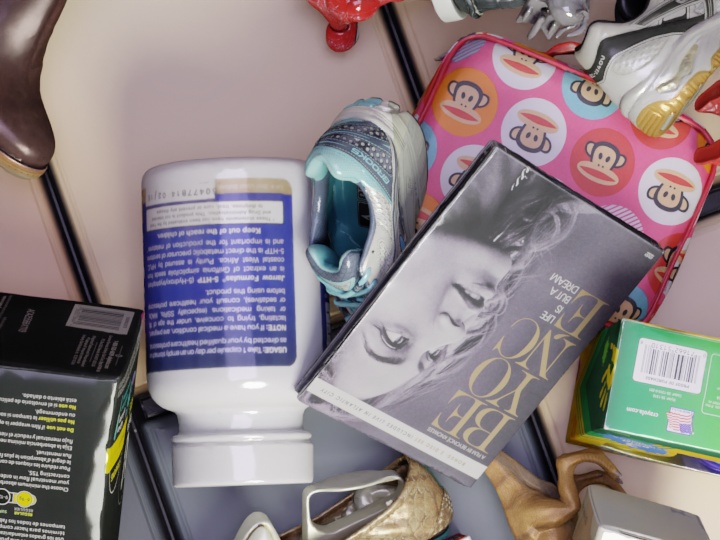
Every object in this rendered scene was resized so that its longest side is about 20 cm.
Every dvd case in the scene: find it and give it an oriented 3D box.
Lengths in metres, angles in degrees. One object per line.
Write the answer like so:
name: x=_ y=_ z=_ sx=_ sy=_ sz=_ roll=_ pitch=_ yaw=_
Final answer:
dvd case: x=0.074 y=0.031 z=1.562 sx=0.148 sy=0.016 sz=0.200 roll=29 pitch=108 yaw=-32

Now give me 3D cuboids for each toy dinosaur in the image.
toy dinosaur: x=0.115 y=0.152 z=1.634 sx=0.106 sy=0.060 sz=0.201 roll=-34 pitch=87 yaw=-4

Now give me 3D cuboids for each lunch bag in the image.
lunch bag: x=0.125 y=-0.067 z=1.641 sx=0.199 sy=0.082 sz=0.177 roll=25 pitch=84 yaw=0

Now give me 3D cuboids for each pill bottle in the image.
pill bottle: x=-0.077 y=0.035 z=1.604 sx=0.119 sy=0.120 sz=0.202 roll=-1 pitch=85 yaw=-3

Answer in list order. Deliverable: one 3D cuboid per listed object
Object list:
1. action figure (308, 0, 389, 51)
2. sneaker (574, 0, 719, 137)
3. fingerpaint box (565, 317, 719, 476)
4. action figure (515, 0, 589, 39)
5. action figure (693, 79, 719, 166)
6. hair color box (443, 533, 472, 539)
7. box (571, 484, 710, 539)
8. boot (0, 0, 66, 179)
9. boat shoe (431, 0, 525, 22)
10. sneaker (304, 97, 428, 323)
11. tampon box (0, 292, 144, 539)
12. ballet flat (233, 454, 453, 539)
action figure: x=0.012 y=-0.237 z=1.629 sx=0.065 sy=0.201 sz=0.099 roll=31 pitch=39 yaw=31
sneaker: x=0.212 y=-0.174 z=1.627 sx=0.088 sy=0.076 sz=0.200 roll=40 pitch=51 yaw=6
fingerpaint box: x=0.240 y=0.092 z=1.591 sx=0.198 sy=0.167 sz=0.074 roll=12 pitch=83 yaw=-3
action figure: x=0.152 y=-0.224 z=1.615 sx=0.069 sy=0.130 sz=0.201 roll=29 pitch=53 yaw=-17
action figure: x=0.320 y=-0.074 z=1.623 sx=0.199 sy=0.099 sz=0.066 roll=18 pitch=65 yaw=-29
hair color box: x=-0.002 y=0.254 z=1.618 sx=0.199 sy=0.061 sz=0.102 roll=-25 pitch=86 yaw=-5
box: x=0.153 y=0.247 z=1.585 sx=0.077 sy=0.095 sz=0.201 roll=15 pitch=100 yaw=-2
boot: x=-0.207 y=-0.178 z=1.610 sx=0.166 sy=0.072 sz=0.201 roll=-33 pitch=79 yaw=25
boat shoe: x=0.091 y=-0.241 z=1.628 sx=0.060 sy=0.076 sz=0.201 roll=-3 pitch=58 yaw=21
sneaker: x=0.000 y=0.000 z=1.573 sx=0.077 sy=0.086 sz=0.201 roll=1 pitch=113 yaw=33
tampon box: x=-0.208 y=0.131 z=1.545 sx=0.125 sy=0.150 sz=0.202 roll=7 pitch=106 yaw=-1
ballet flat: x=-0.038 y=0.173 z=1.617 sx=0.199 sy=0.070 sz=0.066 roll=-26 pitch=110 yaw=-13
